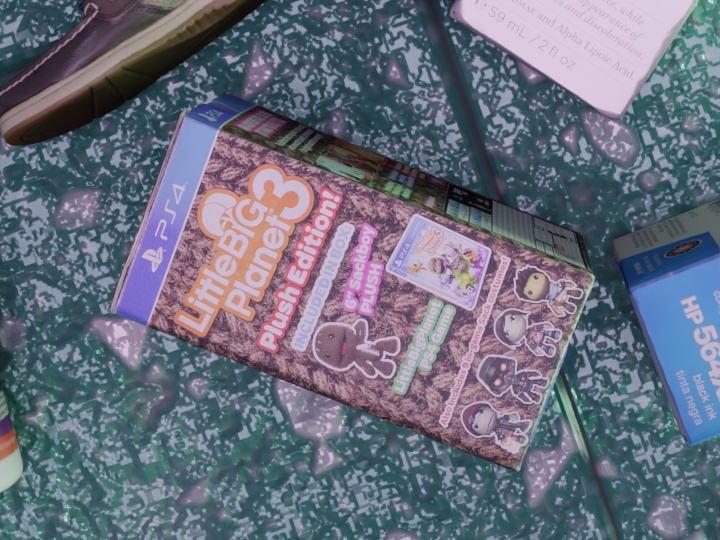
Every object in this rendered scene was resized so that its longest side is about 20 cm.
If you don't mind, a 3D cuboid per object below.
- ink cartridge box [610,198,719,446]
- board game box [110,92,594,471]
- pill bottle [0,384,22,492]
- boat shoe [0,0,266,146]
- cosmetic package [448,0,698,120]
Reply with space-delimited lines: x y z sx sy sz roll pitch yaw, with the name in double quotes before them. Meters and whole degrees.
"ink cartridge box" 0.227 -0.004 1.099 0.199 0.146 0.085 -21 97 6
"board game box" 0.000 0.000 1.105 0.199 0.159 0.097 22 98 1
"pill bottle" -0.244 0.022 1.145 0.111 0.111 0.201 -14 96 5
"boat shoe" -0.101 -0.136 1.141 0.200 0.072 0.066 -34 86 0
"cosmetic package" 0.136 -0.182 1.119 0.101 0.074 0.201 31 99 -2
